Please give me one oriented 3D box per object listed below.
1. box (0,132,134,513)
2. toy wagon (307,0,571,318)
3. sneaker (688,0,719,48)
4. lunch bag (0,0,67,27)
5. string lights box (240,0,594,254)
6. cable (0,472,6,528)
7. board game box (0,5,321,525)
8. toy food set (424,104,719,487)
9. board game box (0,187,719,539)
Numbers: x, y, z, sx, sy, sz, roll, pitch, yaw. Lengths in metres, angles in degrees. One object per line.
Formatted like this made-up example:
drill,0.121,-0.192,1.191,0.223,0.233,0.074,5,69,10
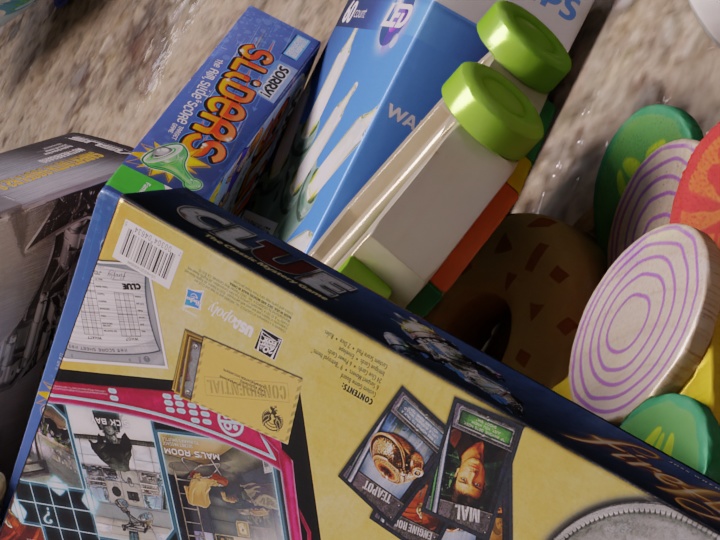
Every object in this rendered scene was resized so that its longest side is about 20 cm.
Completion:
box,-0.154,0.052,0.990,0.158,0.048,0.201,-29,-45,-68
toy wagon,0.000,0.000,0.733,0.155,0.040,0.200,-48,6,23
sneaker,0.148,-0.153,0.725,0.080,0.070,0.201,-20,49,38
lunch bag,-0.206,-0.234,1.498,0.200,0.128,0.170,-42,9,-35
string lights box,0.004,-0.029,0.891,0.201,0.059,0.103,-64,19,-1
cable,-0.166,0.165,0.899,0.097,0.050,0.201,177,112,-77
board game box,-0.082,0.010,0.941,0.136,0.034,0.200,-58,-6,-48
toy food set,0.068,0.042,0.692,0.198,0.049,0.201,-41,30,42
board game box,0.002,0.083,0.609,0.035,0.200,0.136,-11,-53,-62
